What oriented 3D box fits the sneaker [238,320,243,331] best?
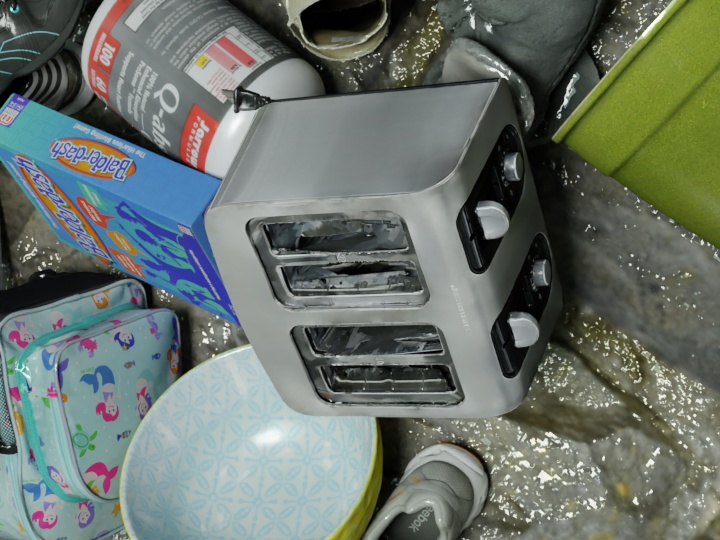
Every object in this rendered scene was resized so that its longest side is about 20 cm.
[{"bbox_3d":[0.000,0.000,0.984,0.197,0.070,0.095,-8,88,28],"label":"sneaker"}]

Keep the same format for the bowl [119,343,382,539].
[{"bbox_3d":[-0.066,0.164,1.008,0.198,0.202,0.108,9,146,28],"label":"bowl"}]

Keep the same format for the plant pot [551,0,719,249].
[{"bbox_3d":[0.244,-0.082,0.769,0.193,0.200,0.201,44,117,4],"label":"plant pot"}]

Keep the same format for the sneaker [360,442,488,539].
[{"bbox_3d":[0.016,0.217,0.986,0.075,0.092,0.202,31,113,11],"label":"sneaker"}]

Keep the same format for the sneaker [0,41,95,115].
[{"bbox_3d":[-0.319,-0.132,1.113,0.199,0.115,0.077,-23,87,31],"label":"sneaker"}]

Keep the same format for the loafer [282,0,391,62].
[{"bbox_3d":[-0.017,-0.174,0.891,0.074,0.200,0.069,-9,77,3],"label":"loafer"}]

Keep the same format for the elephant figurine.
[{"bbox_3d":[0.091,-0.127,0.889,0.139,0.155,0.203,-4,112,-13],"label":"elephant figurine"}]

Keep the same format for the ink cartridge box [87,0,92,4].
[{"bbox_3d":[-0.228,-0.285,1.061,0.198,0.076,0.138,-25,86,32],"label":"ink cartridge box"}]

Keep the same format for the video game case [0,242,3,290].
[{"bbox_3d":[-0.335,-0.011,1.069,0.035,0.200,0.184,-11,70,8],"label":"video game case"}]

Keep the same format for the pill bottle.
[{"bbox_3d":[-0.097,-0.123,0.987,0.199,0.115,0.117,39,114,19],"label":"pill bottle"}]

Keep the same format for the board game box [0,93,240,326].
[{"bbox_3d":[-0.171,-0.043,1.028,0.198,0.153,0.045,23,68,26],"label":"board game box"}]

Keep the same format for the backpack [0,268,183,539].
[{"bbox_3d":[-0.224,0.114,1.065,0.149,0.177,0.203,9,106,33],"label":"backpack"}]

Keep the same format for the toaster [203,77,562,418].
[{"bbox_3d":[0.011,-0.014,0.839,0.197,0.119,0.182,-1,129,24],"label":"toaster"}]

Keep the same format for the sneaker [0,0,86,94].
[{"bbox_3d":[-0.275,-0.168,0.986,0.200,0.079,0.075,-49,52,-1],"label":"sneaker"}]
